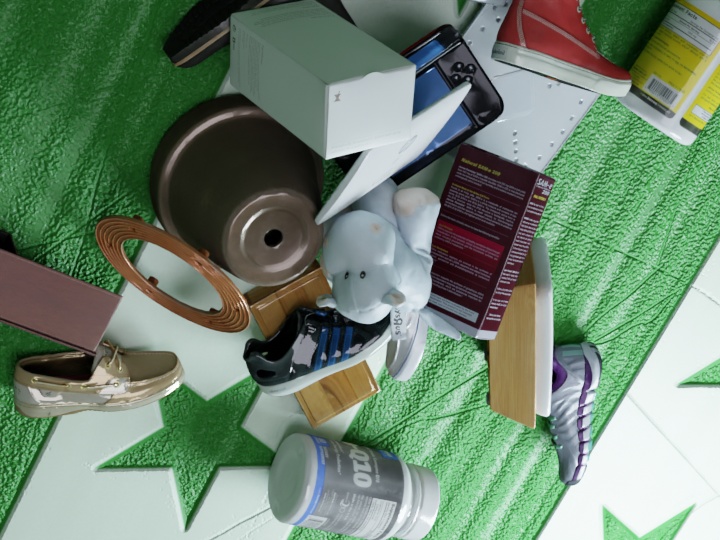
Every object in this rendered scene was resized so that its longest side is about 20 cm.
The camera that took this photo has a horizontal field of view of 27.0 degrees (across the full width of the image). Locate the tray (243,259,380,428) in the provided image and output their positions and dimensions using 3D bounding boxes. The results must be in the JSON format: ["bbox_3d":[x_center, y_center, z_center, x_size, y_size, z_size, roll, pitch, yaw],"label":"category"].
[{"bbox_3d":[-0.057,0.090,1.827,0.098,0.037,0.201,-29,123,-5],"label":"tray"}]

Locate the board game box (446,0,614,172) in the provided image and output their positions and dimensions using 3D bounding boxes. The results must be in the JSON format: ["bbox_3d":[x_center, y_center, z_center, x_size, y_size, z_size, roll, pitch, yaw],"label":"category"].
[{"bbox_3d":[0.174,-0.210,1.768,0.199,0.026,0.201,30,102,-31],"label":"board game box"}]

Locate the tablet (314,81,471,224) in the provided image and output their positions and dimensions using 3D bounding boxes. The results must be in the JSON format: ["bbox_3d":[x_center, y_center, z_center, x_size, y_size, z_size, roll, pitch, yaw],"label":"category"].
[{"bbox_3d":[0.036,-0.125,1.589,0.200,0.014,0.130,-38,170,-45],"label":"tablet"}]

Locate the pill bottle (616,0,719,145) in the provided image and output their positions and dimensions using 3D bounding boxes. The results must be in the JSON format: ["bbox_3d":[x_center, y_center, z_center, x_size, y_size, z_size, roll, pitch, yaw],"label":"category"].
[{"bbox_3d":[0.401,-0.260,1.779,0.112,0.113,0.201,26,104,-30],"label":"pill bottle"}]

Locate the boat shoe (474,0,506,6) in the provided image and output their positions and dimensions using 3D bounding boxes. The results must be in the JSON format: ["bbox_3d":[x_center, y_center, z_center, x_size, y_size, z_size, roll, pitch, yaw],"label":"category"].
[{"bbox_3d":[0.074,-0.349,1.642,0.198,0.071,0.092,5,100,-22],"label":"boat shoe"}]

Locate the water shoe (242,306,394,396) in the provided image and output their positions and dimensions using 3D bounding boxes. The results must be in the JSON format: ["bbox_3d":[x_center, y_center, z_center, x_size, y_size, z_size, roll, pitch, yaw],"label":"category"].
[{"bbox_3d":[-0.043,0.075,1.756,0.199,0.072,0.079,-31,124,1],"label":"water shoe"}]

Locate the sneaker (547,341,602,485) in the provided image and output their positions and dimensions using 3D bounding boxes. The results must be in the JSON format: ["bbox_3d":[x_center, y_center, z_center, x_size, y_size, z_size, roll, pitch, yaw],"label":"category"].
[{"bbox_3d":[0.262,0.188,1.989,0.087,0.074,0.202,3,106,-7],"label":"sneaker"}]

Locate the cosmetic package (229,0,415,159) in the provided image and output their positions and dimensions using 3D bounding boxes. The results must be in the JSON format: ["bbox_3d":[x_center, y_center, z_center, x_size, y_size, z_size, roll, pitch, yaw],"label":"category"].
[{"bbox_3d":[-0.042,-0.198,1.514,0.107,0.200,0.086,-14,126,-28],"label":"cosmetic package"}]

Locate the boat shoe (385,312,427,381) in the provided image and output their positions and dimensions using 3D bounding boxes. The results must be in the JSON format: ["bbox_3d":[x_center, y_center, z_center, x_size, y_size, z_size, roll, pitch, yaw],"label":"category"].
[{"bbox_3d":[0.049,0.036,1.826,0.065,0.074,0.202,6,103,-19],"label":"boat shoe"}]

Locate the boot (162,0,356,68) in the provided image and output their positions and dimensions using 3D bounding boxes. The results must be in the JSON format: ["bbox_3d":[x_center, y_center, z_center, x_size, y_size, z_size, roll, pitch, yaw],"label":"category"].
[{"bbox_3d":[-0.099,-0.249,1.619,0.199,0.078,0.139,-35,127,0],"label":"boot"}]

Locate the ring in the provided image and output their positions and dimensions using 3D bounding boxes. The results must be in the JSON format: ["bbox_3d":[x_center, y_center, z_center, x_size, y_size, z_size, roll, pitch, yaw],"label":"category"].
[{"bbox_3d":[-0.203,0.001,1.647,0.201,0.199,0.019,47,61,-32],"label":"ring"}]

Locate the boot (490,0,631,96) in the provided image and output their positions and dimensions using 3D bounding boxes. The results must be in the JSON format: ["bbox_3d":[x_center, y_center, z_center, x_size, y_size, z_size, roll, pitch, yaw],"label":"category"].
[{"bbox_3d":[0.249,-0.283,1.709,0.199,0.072,0.146,14,95,-36],"label":"boot"}]

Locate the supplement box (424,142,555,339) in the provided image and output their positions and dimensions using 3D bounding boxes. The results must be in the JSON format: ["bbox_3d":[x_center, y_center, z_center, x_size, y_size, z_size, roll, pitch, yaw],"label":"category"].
[{"bbox_3d":[0.136,-0.034,1.735,0.061,0.108,0.202,8,105,-62],"label":"supplement box"}]

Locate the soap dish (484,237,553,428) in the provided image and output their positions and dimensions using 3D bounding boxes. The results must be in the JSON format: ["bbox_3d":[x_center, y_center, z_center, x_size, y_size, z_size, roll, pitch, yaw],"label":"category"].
[{"bbox_3d":[0.192,0.068,1.847,0.080,0.158,0.202,-1,118,4],"label":"soap dish"}]

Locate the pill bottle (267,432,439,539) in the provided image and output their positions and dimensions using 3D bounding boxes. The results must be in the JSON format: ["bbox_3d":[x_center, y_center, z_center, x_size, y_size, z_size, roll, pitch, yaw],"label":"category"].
[{"bbox_3d":[-0.006,0.278,1.895,0.198,0.114,0.115,15,110,-27],"label":"pill bottle"}]

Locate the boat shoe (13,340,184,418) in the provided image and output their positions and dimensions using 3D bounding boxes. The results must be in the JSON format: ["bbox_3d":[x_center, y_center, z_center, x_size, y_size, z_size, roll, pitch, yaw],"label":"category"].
[{"bbox_3d":[-0.300,0.117,1.724,0.198,0.074,0.070,-10,125,-15],"label":"boat shoe"}]

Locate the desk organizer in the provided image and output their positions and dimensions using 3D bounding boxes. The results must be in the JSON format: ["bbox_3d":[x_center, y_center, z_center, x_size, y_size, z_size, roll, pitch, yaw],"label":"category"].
[{"bbox_3d":[-0.368,0.016,1.649,0.199,0.072,0.077,24,103,-29],"label":"desk organizer"}]

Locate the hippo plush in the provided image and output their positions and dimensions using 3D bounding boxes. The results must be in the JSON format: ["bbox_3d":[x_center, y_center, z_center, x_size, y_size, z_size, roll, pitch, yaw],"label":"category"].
[{"bbox_3d":[0.000,0.000,1.654,0.158,0.161,0.202,-2,102,27],"label":"hippo plush"}]

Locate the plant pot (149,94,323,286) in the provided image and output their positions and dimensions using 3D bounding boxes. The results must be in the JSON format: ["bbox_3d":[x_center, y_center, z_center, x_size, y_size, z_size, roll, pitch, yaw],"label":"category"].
[{"bbox_3d":[-0.120,-0.069,1.640,0.198,0.175,0.202,-8,119,-16],"label":"plant pot"}]

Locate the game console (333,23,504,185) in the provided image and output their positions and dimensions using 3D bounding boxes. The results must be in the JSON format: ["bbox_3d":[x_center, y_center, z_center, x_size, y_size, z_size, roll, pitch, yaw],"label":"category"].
[{"bbox_3d":[0.050,-0.169,1.660,0.199,0.119,0.173,-33,117,10],"label":"game console"}]
